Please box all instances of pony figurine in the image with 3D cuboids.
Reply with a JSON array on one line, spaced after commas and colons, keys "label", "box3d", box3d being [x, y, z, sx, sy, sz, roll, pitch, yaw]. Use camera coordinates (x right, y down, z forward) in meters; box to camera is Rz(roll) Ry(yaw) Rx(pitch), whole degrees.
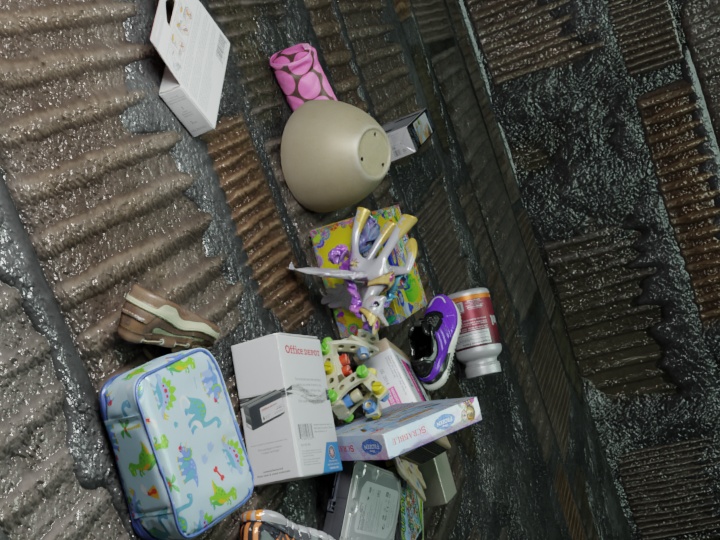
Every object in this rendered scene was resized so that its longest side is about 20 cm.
[{"label": "pony figurine", "box3d": [0.000, 0.000, 1.698, 0.166, 0.192, 0.202, 37, 71, -49]}]

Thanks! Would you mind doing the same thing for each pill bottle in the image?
[{"label": "pill bottle", "box3d": [0.271, 0.150, 2.422, 0.113, 0.112, 0.203, 10, 66, -67]}]

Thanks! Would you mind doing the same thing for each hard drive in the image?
[{"label": "hard drive", "box3d": [0.008, 0.383, 1.637, 0.200, 0.037, 0.141, 37, 61, -57]}]

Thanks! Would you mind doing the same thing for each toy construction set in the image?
[{"label": "toy construction set", "box3d": [-0.019, 0.160, 1.633, 0.093, 0.130, 0.201, 58, 14, -28]}]

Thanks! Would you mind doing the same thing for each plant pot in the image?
[{"label": "plant pot", "box3d": [-0.024, -0.204, 1.792, 0.199, 0.133, 0.203, -2, 93, -47]}]

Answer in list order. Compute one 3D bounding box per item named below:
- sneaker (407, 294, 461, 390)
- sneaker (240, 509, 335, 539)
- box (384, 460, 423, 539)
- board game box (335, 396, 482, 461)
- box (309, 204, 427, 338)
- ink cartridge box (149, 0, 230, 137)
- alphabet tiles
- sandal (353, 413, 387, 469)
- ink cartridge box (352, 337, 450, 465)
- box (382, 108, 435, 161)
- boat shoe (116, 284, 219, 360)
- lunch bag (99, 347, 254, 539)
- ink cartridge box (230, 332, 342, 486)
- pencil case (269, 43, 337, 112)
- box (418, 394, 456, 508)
[{"label": "sneaker", "box3d": [0.132, 0.113, 1.905, 0.100, 0.069, 0.202, 47, 40, -37]}, {"label": "sneaker", "box3d": [-0.099, 0.404, 1.378, 0.199, 0.077, 0.113, 35, 47, -43]}, {"label": "box", "box3d": [0.077, 0.439, 1.832, 0.110, 0.034, 0.202, 50, 31, -46]}, {"label": "board game box", "box3d": [0.050, 0.246, 1.576, 0.198, 0.199, 0.042, -14, 90, -38]}, {"label": "box", "box3d": [0.018, -0.002, 1.879, 0.192, 0.121, 0.202, -25, 99, -70]}, {"label": "ink cartridge box", "box3d": [-0.263, -0.329, 1.503, 0.177, 0.044, 0.202, 55, 28, -43]}, {"label": "alphabet tiles", "box3d": [0.059, 0.305, 1.786, 0.200, 0.014, 0.197, 54, 10, -43]}, {"label": "sandal", "box3d": [0.005, 0.322, 1.730, 0.076, 0.047, 0.202, -84, 161, -47]}, {"label": "ink cartridge box", "box3d": [0.076, 0.236, 1.823, 0.202, 0.075, 0.165, 64, 7, 21]}, {"label": "box", "box3d": [0.086, -0.295, 2.268, 0.061, 0.116, 0.200, 66, 24, -12]}, {"label": "boat shoe", "box3d": [-0.243, 0.076, 1.260, 0.075, 0.074, 0.202, -64, 157, -7]}, {"label": "lunch bag", "box3d": [-0.208, 0.200, 1.185, 0.160, 0.082, 0.202, -26, 100, -56]}, {"label": "ink cartridge box", "box3d": [-0.105, 0.200, 1.472, 0.144, 0.083, 0.203, 18, 60, -66]}, {"label": "pencil case", "box3d": [-0.086, -0.318, 1.875, 0.091, 0.093, 0.201, -99, 163, -58]}, {"label": "box", "box3d": [0.120, 0.348, 1.961, 0.082, 0.068, 0.202, -11, 86, -69]}]
